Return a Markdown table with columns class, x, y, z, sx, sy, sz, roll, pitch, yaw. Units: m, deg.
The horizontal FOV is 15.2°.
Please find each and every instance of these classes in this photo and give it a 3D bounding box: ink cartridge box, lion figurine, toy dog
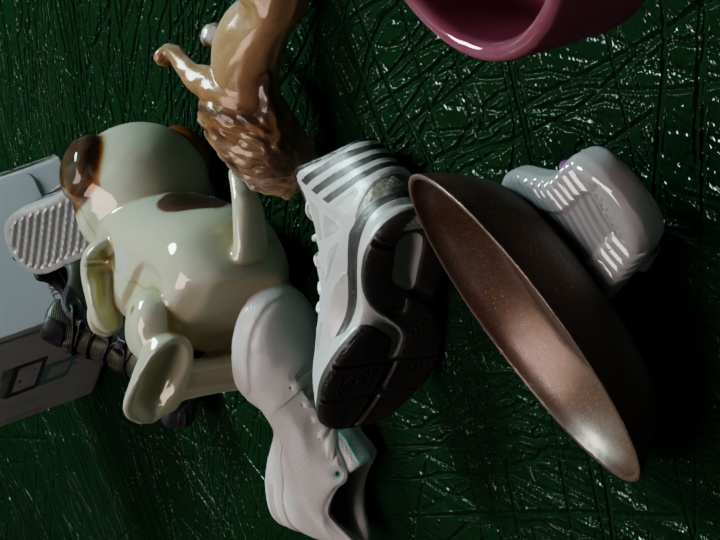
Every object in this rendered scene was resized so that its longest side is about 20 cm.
| class | x | y | z | sx | sy | sz | roll | pitch | yaw |
| --- | --- | --- | --- | --- | --- | --- | --- | --- | --- |
| ink cartridge box | -0.304 | 0.026 | 2.292 | 0.147 | 0.146 | 0.200 | 63 | 156 | 18 |
| lion figurine | -0.067 | -0.147 | 1.700 | 0.122 | 0.072 | 0.200 | 45 | 143 | 34 |
| toy dog | -0.138 | -0.019 | 1.884 | 0.200 | 0.139 | 0.194 | 54 | 151 | 39 |

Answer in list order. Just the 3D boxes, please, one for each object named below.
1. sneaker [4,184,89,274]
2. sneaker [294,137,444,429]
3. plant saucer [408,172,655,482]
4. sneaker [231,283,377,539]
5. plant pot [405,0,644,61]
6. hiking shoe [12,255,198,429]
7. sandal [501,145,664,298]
| class | x | y | z | sx | sy | sz | roll | pitch | yaw |
| --- | --- | --- | --- | --- | --- | --- | --- | --- | --- |
| sneaker | -0.182 | -0.050 | 2.054 | 0.200 | 0.079 | 0.078 | -8 | 108 | 43 |
| sneaker | 0.000 | 0.000 | 1.682 | 0.201 | 0.076 | 0.115 | 105 | 149 | -43 |
| plant saucer | 0.099 | 0.022 | 1.431 | 0.200 | 0.037 | 0.200 | 53 | 172 | 11 |
| sneaker | -0.027 | 0.101 | 1.830 | 0.088 | 0.075 | 0.200 | 25 | 138 | 44 |
| plant pot | 0.105 | -0.203 | 1.101 | 0.200 | 0.179 | 0.200 | 50 | 151 | 42 |
| hiking shoe | -0.200 | 0.053 | 2.132 | 0.200 | 0.101 | 0.076 | 58 | 155 | 29 |
| sandal | 0.125 | -0.029 | 1.376 | 0.082 | 0.050 | 0.203 | 56 | 171 | -5 |
